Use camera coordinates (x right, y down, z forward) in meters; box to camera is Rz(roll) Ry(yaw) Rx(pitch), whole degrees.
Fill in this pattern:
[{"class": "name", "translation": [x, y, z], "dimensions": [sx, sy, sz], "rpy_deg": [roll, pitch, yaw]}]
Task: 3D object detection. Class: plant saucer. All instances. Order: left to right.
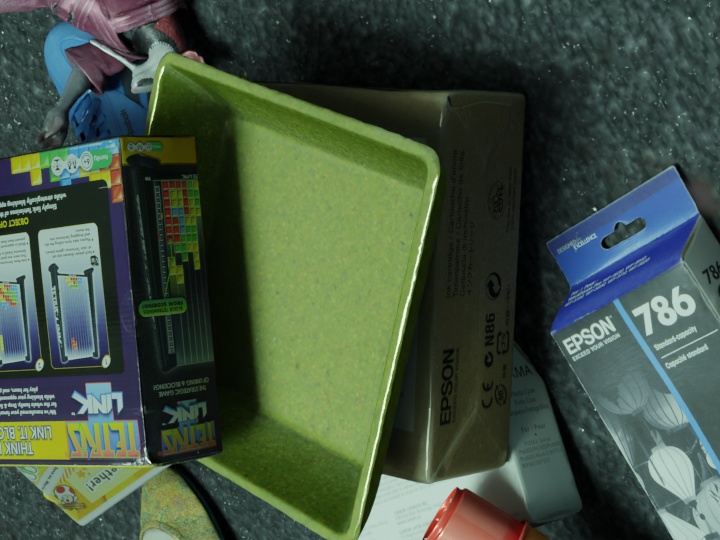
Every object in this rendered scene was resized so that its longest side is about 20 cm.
[{"class": "plant saucer", "translation": [-0.039, 0.008, 0.820], "dimensions": [0.199, 0.048, 0.201], "rpy_deg": [24, 109, 38]}]

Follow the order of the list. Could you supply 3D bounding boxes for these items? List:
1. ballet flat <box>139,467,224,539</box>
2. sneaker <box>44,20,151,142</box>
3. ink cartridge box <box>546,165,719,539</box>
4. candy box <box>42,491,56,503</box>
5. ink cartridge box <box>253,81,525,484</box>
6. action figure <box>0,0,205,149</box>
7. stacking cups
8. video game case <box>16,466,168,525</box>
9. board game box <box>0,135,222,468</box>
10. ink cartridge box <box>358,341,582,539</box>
[{"class": "ballet flat", "translation": [-0.112, 0.233, 1.117], "dimensions": [0.071, 0.071, 0.200], "rpy_deg": [-27, 89, 46]}, {"class": "sneaker", "translation": [-0.145, -0.080, 0.995], "dimensions": [0.200, 0.078, 0.066], "rpy_deg": [49, 136, 16]}, {"class": "ink cartridge box", "translation": [0.164, 0.057, 0.800], "dimensions": [0.099, 0.039, 0.200], "rpy_deg": [-36, 83, 46]}, {"class": "candy box", "translation": [-0.173, 0.047, 1.061], "dimensions": [0.026, 0.102, 0.201], "rpy_deg": [20, 122, 40]}, {"class": "ink cartridge box", "translation": [0.000, 0.000, 0.866], "dimensions": [0.164, 0.075, 0.201], "rpy_deg": [7, 98, 40]}, {"class": "action figure", "translation": [-0.168, -0.172, 0.971], "dimensions": [0.200, 0.149, 0.134], "rpy_deg": [36, 132, -2]}, {"class": "stacking cups", "translation": [0.124, 0.182, 0.838], "dimensions": [0.200, 0.061, 0.061], "rpy_deg": [34, 131, 5]}, {"class": "video game case", "translation": [-0.168, 0.049, 0.982], "dimensions": [0.200, 0.023, 0.182], "rpy_deg": [-36, 108, 26]}, {"class": "board game box", "translation": [-0.167, 0.020, 0.865], "dimensions": [0.200, 0.057, 0.166], "rpy_deg": [-4, 92, 40]}, {"class": "ink cartridge box", "translation": [0.032, 0.064, 0.935], "dimensions": [0.160, 0.047, 0.201], "rpy_deg": [-27, 73, 46]}]
